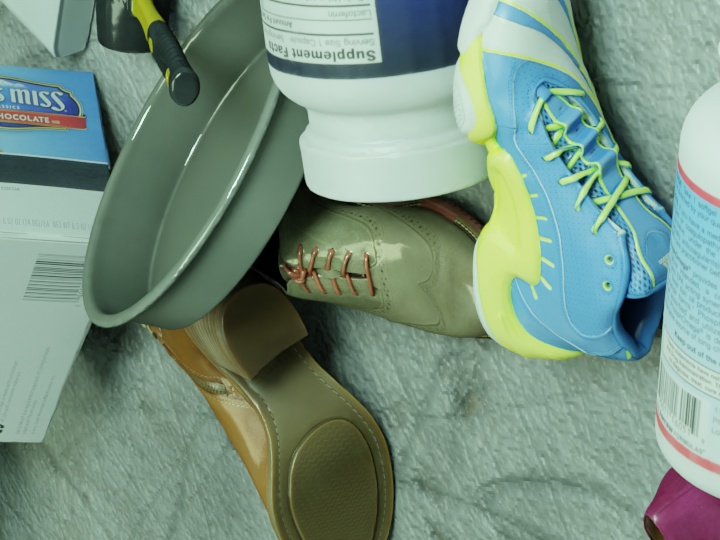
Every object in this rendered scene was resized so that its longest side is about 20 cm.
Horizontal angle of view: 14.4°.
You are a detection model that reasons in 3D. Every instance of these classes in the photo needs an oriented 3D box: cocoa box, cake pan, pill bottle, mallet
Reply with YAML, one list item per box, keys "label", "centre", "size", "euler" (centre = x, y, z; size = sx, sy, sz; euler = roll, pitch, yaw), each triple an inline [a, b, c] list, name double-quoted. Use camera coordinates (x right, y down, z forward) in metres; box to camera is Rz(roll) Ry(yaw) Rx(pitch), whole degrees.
- label: "cocoa box"
  centre: [-0.231, -0.010, 1.656]
  size: [0.200, 0.133, 0.132]
  euler: [116, 150, -47]
- label: "cake pan"
  centre: [-0.075, -0.055, 1.438]
  size: [0.200, 0.037, 0.201]
  euler: [-48, 26, 33]
- label: "pill bottle"
  centre: [0.179, -0.012, 1.143]
  size: [0.109, 0.108, 0.201]
  euler: [31, 130, 42]
- label: "pill bottle"
  centre: [0.009, -0.139, 1.307]
  size: [0.116, 0.115, 0.201]
  euler: [17, 120, 49]
- label: "mallet"
  centre: [-0.106, -0.134, 1.471]
  size: [0.200, 0.041, 0.066]
  euler: [-133, 44, -71]

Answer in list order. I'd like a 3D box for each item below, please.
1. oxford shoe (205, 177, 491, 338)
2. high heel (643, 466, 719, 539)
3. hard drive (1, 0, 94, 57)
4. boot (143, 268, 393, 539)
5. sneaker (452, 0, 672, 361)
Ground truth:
- label: "oxford shoe"
  centre: [0.000, 0.000, 1.424]
  size: [0.200, 0.075, 0.071]
  euler: [18, 121, 49]
- label: "high heel"
  centre: [0.146, 0.162, 1.285]
  size: [0.067, 0.096, 0.201]
  euler: [35, 132, 40]
- label: "hard drive"
  centre: [-0.215, -0.233, 1.646]
  size: [0.200, 0.027, 0.132]
  euler: [45, 139, 31]
- label: "boot"
  centre: [-0.058, 0.066, 1.554]
  size: [0.155, 0.073, 0.201]
  euler: [28, 140, 60]
- label: "sneaker"
  centre: [0.103, -0.046, 1.276]
  size: [0.105, 0.076, 0.201]
  euler: [18, 129, 35]
